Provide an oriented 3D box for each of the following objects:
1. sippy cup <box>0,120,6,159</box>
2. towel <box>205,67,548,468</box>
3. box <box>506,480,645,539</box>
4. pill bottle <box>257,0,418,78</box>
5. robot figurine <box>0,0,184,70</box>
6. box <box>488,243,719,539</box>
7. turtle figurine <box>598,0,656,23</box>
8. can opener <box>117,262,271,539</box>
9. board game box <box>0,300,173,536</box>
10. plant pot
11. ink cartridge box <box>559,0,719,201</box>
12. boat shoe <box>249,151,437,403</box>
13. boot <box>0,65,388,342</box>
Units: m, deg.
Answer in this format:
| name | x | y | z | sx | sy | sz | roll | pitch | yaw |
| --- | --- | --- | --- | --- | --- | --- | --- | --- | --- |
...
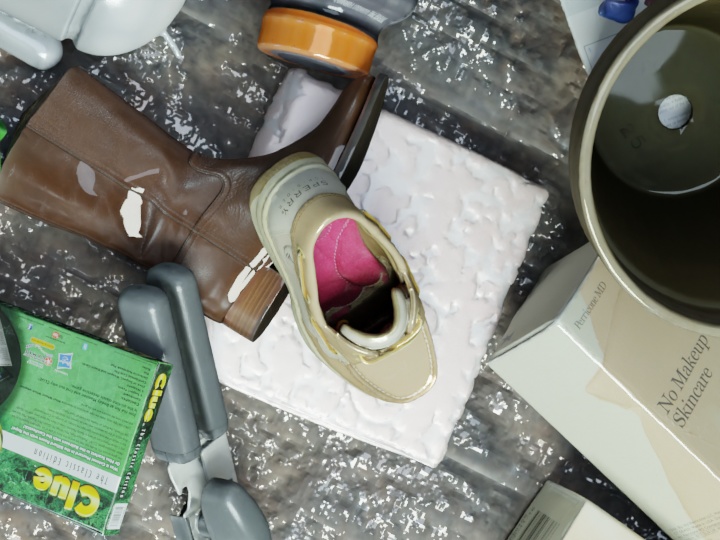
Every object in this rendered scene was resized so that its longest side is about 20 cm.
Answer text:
| name | x | y | z | sx | sy | sz | roll | pitch | yaw |
| --- | --- | --- | --- | --- | --- | --- | --- | --- | --- |
| sippy cup | -0.296 | -0.079 | 1.032 | 0.130 | 0.178 | 0.140 | -46 | 123 | 0 |
| towel | 0.000 | 0.000 | 1.137 | 0.191 | 0.032 | 0.200 | 24 | 88 | -11 |
| box | 0.188 | 0.225 | 1.146 | 0.200 | 0.095 | 0.078 | 35 | 85 | -11 |
| pill bottle | -0.004 | -0.220 | 1.092 | 0.106 | 0.106 | 0.201 | 16 | 89 | -10 |
| robot figurine | -0.181 | -0.199 | 1.057 | 0.200 | 0.113 | 0.170 | 25 | 122 | -9 |
| box | 0.187 | 0.082 | 1.126 | 0.200 | 0.078 | 0.095 | 42 | 54 | -10 |
| turtle figurine | 0.134 | -0.263 | 1.058 | 0.143 | 0.194 | 0.201 | 1 | 69 | 0 |
| can opener | -0.090 | 0.093 | 1.076 | 0.053 | 0.067 | 0.200 | -41 | 131 | -45 |
| board game box | -0.213 | 0.072 | 1.054 | 0.200 | 0.023 | 0.105 | 19 | 89 | 22 |
| plant pot | 0.205 | -0.081 | 1.046 | 0.199 | 0.174 | 0.201 | -2 | 106 | -6 |
| ink cartridge box | 0.239 | -0.130 | 1.170 | 0.200 | 0.044 | 0.174 | -22 | 94 | -8 |
| boat shoe | 0.000 | 0.021 | 1.046 | 0.074 | 0.069 | 0.200 | -38 | 133 | -5 |
| boot | -0.105 | -0.081 | 1.081 | 0.200 | 0.064 | 0.187 | 31 | 91 | 6 |
